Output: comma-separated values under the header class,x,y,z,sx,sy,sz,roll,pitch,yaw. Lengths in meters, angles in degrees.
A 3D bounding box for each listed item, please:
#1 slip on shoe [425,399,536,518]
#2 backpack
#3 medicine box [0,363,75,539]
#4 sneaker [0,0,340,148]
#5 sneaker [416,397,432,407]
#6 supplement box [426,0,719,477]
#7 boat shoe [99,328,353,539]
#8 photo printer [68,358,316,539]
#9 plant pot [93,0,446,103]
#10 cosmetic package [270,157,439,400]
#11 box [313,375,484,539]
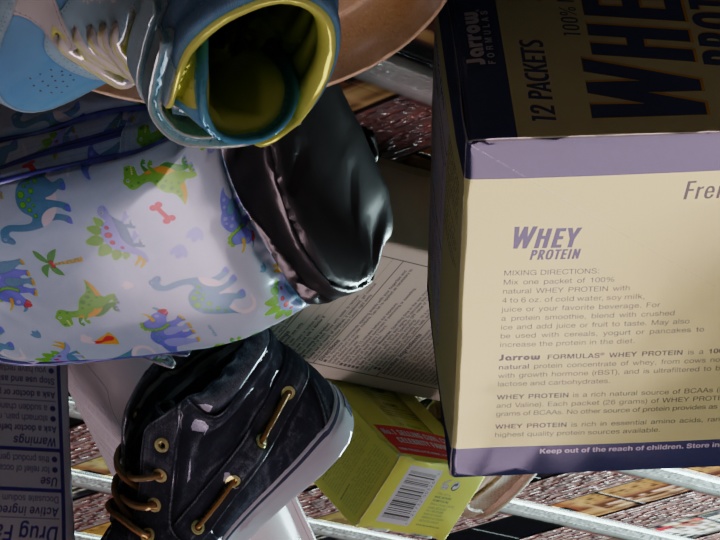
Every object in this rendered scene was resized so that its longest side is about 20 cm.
class,x,y,z,sx,sy,sz,roll,pitch,yaw
slip on shoe,0.106,0.052,1.598,0.061,0.200,0.076,37,180,-40
backpack,-0.109,-0.034,1.353,0.200,0.154,0.163,4,139,25
medicine box,-0.249,0.062,1.492,0.182,0.200,0.103,4,159,-23
sneaker,-0.083,-0.085,1.112,0.080,0.131,0.200,18,141,-36
sneaker,0.009,0.057,1.699,0.200,0.089,0.077,3,158,-11
supplement box,0.133,-0.028,1.301,0.200,0.134,0.200,-3,132,-3
boat shoe,-0.100,0.109,1.445,0.091,0.200,0.071,48,172,-36
photo printer,-0.103,0.079,1.570,0.069,0.166,0.200,-33,127,-13
plant pot,-0.058,-0.134,1.186,0.200,0.028,0.200,-3,148,-2
cosmetic package,0.000,0.000,1.515,0.200,0.073,0.104,15,128,-41
box,-0.021,0.065,1.575,0.075,0.200,0.050,15,114,-45
